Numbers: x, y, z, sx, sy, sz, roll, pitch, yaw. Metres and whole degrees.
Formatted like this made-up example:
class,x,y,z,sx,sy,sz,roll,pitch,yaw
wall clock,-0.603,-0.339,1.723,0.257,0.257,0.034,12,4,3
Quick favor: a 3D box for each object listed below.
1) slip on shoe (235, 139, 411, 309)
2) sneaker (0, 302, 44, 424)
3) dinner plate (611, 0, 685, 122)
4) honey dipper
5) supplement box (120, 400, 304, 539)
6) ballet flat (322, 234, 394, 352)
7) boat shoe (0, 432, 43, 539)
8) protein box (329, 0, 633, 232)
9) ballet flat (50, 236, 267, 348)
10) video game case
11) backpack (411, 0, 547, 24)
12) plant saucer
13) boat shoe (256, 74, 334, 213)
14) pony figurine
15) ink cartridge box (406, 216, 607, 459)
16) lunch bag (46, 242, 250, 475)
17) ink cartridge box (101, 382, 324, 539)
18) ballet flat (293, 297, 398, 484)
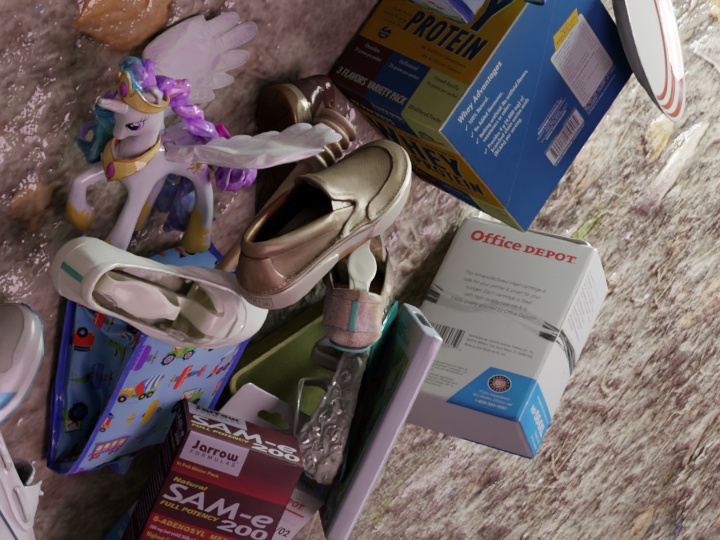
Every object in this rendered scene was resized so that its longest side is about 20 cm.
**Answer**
class,x,y,z,sx,sy,sz,roll,pitch,yaw
slip on shoe,-0.029,-0.051,1.535,0.200,0.076,0.061,-43,138,-32
sneaker,-0.319,0.089,1.457,0.200,0.077,0.081,-44,139,-23
dinner plate,0.260,-0.232,1.789,0.200,0.024,0.200,43,40,-53
honey dipper,-0.076,-0.048,1.580,0.200,0.038,0.038,-51,143,-19
supplement box,-0.136,0.220,1.639,0.109,0.061,0.200,19,106,-16
ballet flat,0.000,0.000,1.703,0.068,0.200,0.067,4,115,-5
boat shoe,-0.285,0.180,1.560,0.065,0.074,0.200,-38,140,-21
protein box,0.115,-0.179,1.738,0.199,0.135,0.200,-56,144,-7
ballet flat,-0.143,0.027,1.484,0.200,0.069,0.069,19,99,-38
video game case,0.012,0.133,1.745,0.182,0.022,0.200,-123,-122,-82
backpack,0.072,-0.285,1.561,0.147,0.200,0.183,-60,145,0
plant saucer,-0.052,0.115,1.814,0.200,0.048,0.200,-33,136,-31
boat shoe,-0.043,-0.075,1.680,0.072,0.072,0.200,-27,126,-35
pony figurine,-0.138,-0.094,1.503,0.193,0.167,0.200,-22,146,-37
ink cartridge box,0.134,0.062,1.875,0.200,0.146,0.084,-62,150,-24
lunch bag,-0.177,0.091,1.628,0.151,0.094,0.200,-17,136,-46
ink cartridge box,-0.117,0.208,1.723,0.200,0.068,0.115,-49,132,10
ballet flat,-0.020,0.096,1.729,0.072,0.072,0.200,69,32,-47
